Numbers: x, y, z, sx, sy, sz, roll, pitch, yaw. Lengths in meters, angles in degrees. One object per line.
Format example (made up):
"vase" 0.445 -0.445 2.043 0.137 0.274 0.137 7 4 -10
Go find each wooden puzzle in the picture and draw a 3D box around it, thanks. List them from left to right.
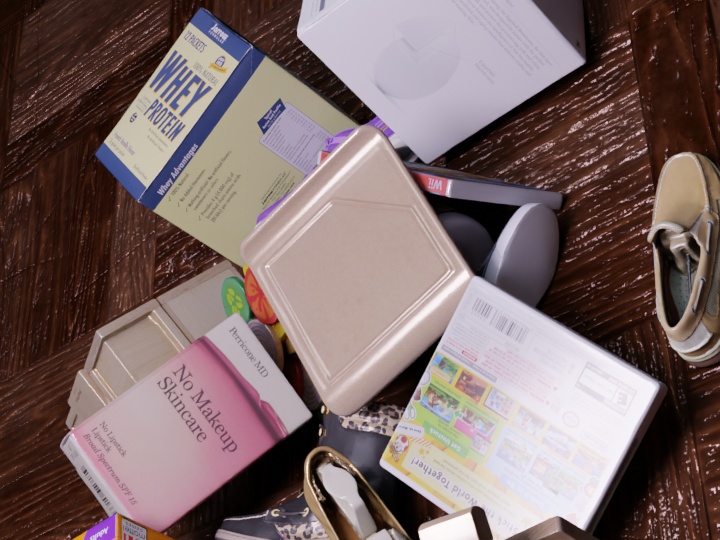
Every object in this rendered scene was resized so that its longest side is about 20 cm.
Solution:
"wooden puzzle" 0.000 0.000 1.508 0.185 0.037 0.201 -43 63 21

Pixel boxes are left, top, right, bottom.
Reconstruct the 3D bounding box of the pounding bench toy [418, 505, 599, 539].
"pounding bench toy" 0.119 0.278 1.229 0.124 0.200 0.157 -30 45 29

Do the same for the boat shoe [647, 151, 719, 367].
"boat shoe" 0.268 -0.024 1.381 0.071 0.076 0.201 -28 46 32

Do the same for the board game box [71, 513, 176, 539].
"board game box" -0.212 0.376 1.514 0.199 0.199 0.201 -33 43 28

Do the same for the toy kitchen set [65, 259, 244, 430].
"toy kitchen set" -0.183 0.138 1.773 0.163 0.180 0.200 50 145 15

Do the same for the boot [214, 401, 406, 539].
"boot" -0.037 0.199 1.555 0.199 0.073 0.152 -6 61 40

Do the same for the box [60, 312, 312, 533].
"box" -0.166 0.153 1.597 0.200 0.128 0.109 -37 -2 -19

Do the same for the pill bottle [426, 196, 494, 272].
"pill bottle" 0.030 -0.024 1.606 0.200 0.112 0.113 28 86 52

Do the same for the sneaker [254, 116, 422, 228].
"sneaker" -0.025 -0.093 1.738 0.199 0.081 0.084 -34 52 10

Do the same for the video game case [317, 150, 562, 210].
"video game case" 0.073 -0.086 1.586 0.199 0.142 0.018 17 99 51

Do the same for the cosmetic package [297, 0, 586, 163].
"cosmetic package" 0.081 -0.247 1.626 0.199 0.199 0.123 -30 33 29

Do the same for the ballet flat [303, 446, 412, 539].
"ballet flat" 0.006 0.227 1.420 0.068 0.063 0.200 -30 50 -16

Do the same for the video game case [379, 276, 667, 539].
"video game case" 0.128 0.128 1.374 0.200 0.023 0.183 31 98 35

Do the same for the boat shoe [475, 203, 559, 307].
"boat shoe" 0.116 0.030 1.517 0.068 0.072 0.201 13 81 49

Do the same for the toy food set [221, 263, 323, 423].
"toy food set" -0.059 0.051 1.627 0.201 0.048 0.198 59 145 18

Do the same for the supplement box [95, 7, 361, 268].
"supplement box" -0.130 -0.130 1.783 0.200 0.199 0.134 -53 38 4
